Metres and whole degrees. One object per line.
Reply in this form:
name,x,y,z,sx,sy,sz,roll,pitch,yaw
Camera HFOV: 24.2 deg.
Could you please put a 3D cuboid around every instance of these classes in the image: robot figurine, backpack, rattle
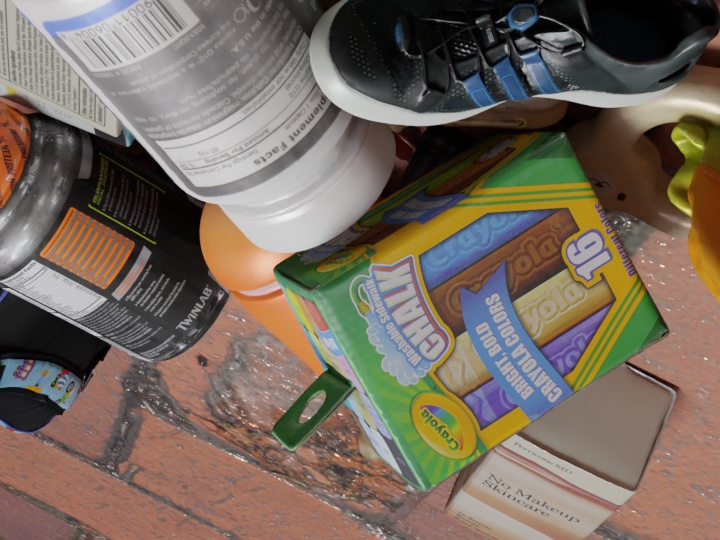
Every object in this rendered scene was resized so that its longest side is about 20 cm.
robot figurine,-0.023,-0.007,1.092,0.200,0.117,0.144,44,-173,-31
backpack,-0.271,0.026,1.312,0.134,0.183,0.200,26,166,19
rattle,0.146,-0.021,0.899,0.199,0.144,0.130,-8,153,39

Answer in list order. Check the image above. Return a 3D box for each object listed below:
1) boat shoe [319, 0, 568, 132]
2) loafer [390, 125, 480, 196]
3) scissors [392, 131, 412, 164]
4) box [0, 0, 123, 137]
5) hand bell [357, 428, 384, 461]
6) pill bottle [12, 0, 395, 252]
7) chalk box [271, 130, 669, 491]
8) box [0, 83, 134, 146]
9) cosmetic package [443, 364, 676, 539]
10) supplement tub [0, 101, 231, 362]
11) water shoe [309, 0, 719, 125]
boat shoe,0.021,-0.107,0.920,0.199,0.074,0.069,9,143,29
loafer,0.085,-0.004,1.025,0.200,0.072,0.073,43,171,-32
scissors,0.025,-0.075,1.038,0.200,0.014,0.073,34,-179,-44
box,-0.197,-0.184,0.938,0.199,0.109,0.128,26,153,2
hand bell,0.000,0.000,0.992,0.104,0.104,0.201,-10,113,50
pill bottle,-0.070,-0.104,0.816,0.113,0.114,0.200,3,146,38
chalk box,0.035,0.027,0.895,0.124,0.199,0.125,61,171,-12
box,-0.230,-0.154,1.086,0.199,0.049,0.082,22,153,9
cosmetic package,0.140,0.136,1.226,0.103,0.088,0.200,26,153,3
supplement tub,-0.191,-0.028,1.158,0.200,0.123,0.122,32,154,-35
water shoe,0.074,-0.117,0.793,0.199,0.072,0.079,-6,164,-22
